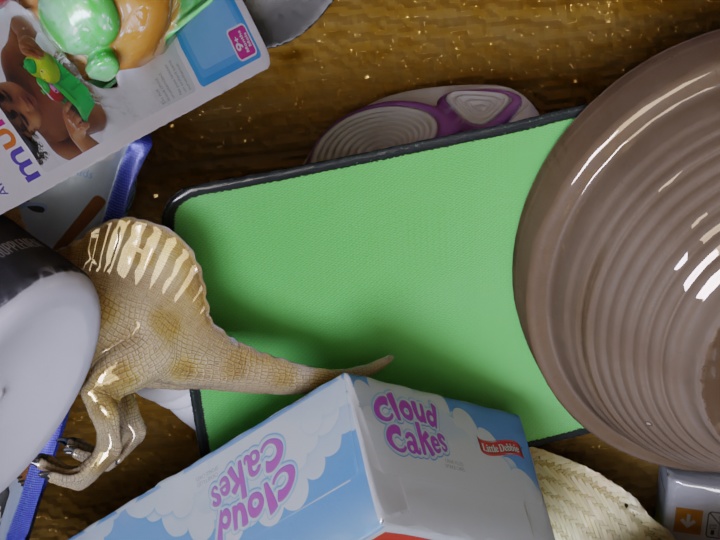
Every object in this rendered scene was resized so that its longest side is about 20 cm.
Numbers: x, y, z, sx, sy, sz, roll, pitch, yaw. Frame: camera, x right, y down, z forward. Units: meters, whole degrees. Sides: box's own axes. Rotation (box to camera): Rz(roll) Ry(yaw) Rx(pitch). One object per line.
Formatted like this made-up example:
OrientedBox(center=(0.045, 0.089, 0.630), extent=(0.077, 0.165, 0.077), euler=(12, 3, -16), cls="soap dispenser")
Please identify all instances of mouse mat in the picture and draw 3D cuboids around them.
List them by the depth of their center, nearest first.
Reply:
OrientedBox(center=(0.026, 0.016, 1.058), extent=(0.199, 0.008, 0.161), euler=(-12, 125, -8), cls="mouse mat")

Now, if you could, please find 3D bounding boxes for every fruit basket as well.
OrientedBox(center=(-0.127, -0.129, 0.966), extent=(0.094, 0.200, 0.186), euler=(-34, 90, 30), cls="fruit basket")

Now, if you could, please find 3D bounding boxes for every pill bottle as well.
OrientedBox(center=(-0.198, -0.005, 0.934), extent=(0.200, 0.106, 0.106), euler=(33, 109, 18), cls="pill bottle")

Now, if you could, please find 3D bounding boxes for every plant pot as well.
OrientedBox(center=(0.167, 0.011, 1.030), extent=(0.200, 0.093, 0.201), euler=(-7, 123, -11), cls="plant pot")

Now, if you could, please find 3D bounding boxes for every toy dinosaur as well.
OrientedBox(center=(-0.087, 0.032, 0.996), extent=(0.200, 0.058, 0.101), euler=(28, 101, -17), cls="toy dinosaur")

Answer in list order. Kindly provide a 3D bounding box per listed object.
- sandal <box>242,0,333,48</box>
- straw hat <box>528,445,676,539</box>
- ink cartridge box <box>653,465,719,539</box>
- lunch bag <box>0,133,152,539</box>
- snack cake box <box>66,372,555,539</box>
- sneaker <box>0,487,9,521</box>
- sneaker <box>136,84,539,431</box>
OrientedBox(center=(-0.016, -0.180, 1.034), extent=(0.075, 0.045, 0.200), euler=(24, 108, -4), cls="sandal")
OrientedBox(center=(0.058, 0.181, 1.103), extent=(0.200, 0.085, 0.202), euler=(5, 107, 18), cls="straw hat")
OrientedBox(center=(0.217, 0.183, 1.142), extent=(0.197, 0.047, 0.201), euler=(6, 111, 1), cls="ink cartridge box")
OrientedBox(center=(-0.188, 0.007, 1.068), extent=(0.169, 0.124, 0.201), euler=(16, 101, -4), cls="lunch bag")
OrientedBox(center=(-0.035, 0.120, 1.064), extent=(0.200, 0.067, 0.115), euler=(-32, 148, 30), cls="snack cake box")
OrientedBox(center=(-0.167, 0.110, 0.970), extent=(0.090, 0.067, 0.201), euler=(-18, 66, -12), cls="sneaker")
OrientedBox(center=(0.000, 0.000, 1.092), extent=(0.200, 0.075, 0.100), euler=(-38, 126, 11), cls="sneaker")
